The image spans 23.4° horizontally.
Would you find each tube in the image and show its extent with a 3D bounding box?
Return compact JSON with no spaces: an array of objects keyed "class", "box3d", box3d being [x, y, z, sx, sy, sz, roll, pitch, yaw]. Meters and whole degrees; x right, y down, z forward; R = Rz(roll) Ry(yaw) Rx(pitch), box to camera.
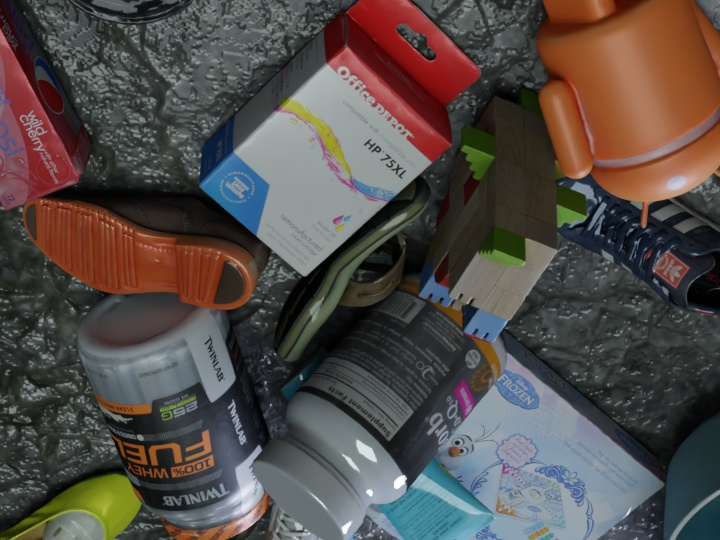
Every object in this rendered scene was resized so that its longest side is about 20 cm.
[{"class":"tube","box3d":[0.018,0.153,1.429,0.077,0.050,0.200,-40,94,25]}]

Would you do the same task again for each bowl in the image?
[{"class":"bowl","box3d":[0.335,0.186,1.448,0.199,0.105,0.202,-6,134,-7]}]

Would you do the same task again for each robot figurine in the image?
[{"class":"robot figurine","box3d":[0.201,-0.137,1.256,0.116,0.144,0.201,-15,112,27]}]

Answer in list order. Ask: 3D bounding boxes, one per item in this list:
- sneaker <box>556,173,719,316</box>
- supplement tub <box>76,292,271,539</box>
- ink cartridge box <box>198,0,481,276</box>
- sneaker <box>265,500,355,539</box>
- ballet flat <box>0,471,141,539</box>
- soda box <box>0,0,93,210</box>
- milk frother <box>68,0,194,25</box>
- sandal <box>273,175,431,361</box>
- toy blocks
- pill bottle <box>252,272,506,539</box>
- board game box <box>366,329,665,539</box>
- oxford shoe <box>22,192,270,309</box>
[{"class":"sneaker","box3d":[0.229,-0.019,1.351,0.199,0.085,0.075,22,118,-13]},{"class":"supplement tub","box3d":[-0.143,0.114,1.399,0.121,0.123,0.201,-14,120,7]},{"class":"ink cartridge box","box3d":[-0.013,-0.106,1.304,0.116,0.067,0.200,40,112,-22]},{"class":"sneaker","box3d":[-0.048,0.219,1.450,0.075,0.087,0.201,26,141,27]},{"class":"ballet flat","box3d":[-0.275,0.243,1.503,0.199,0.067,0.067,-26,117,13]},{"class":"soda box","box3d":[-0.273,-0.149,1.275,0.069,0.064,0.201,-20,118,10]},{"class":"milk frother","box3d":[-0.173,-0.289,1.122,0.179,0.189,0.201,2,120,-4]},{"class":"sandal","box3d":[0.000,0.000,1.364,0.057,0.080,0.201,30,125,-12]},{"class":"toy blocks","box3d":[0.092,-0.027,1.293,0.099,0.201,0.137,20,130,-13]},{"class":"pill bottle","box3d":[0.014,0.107,1.349,0.200,0.116,0.117,-49,118,-21]},{"class":"board game box","box3d":[0.121,0.177,1.488,0.200,0.043,0.199,39,113,-21]},{"class":"oxford shoe","box3d":[-0.166,-0.025,1.354,0.198,0.073,0.072,17,126,11]}]
